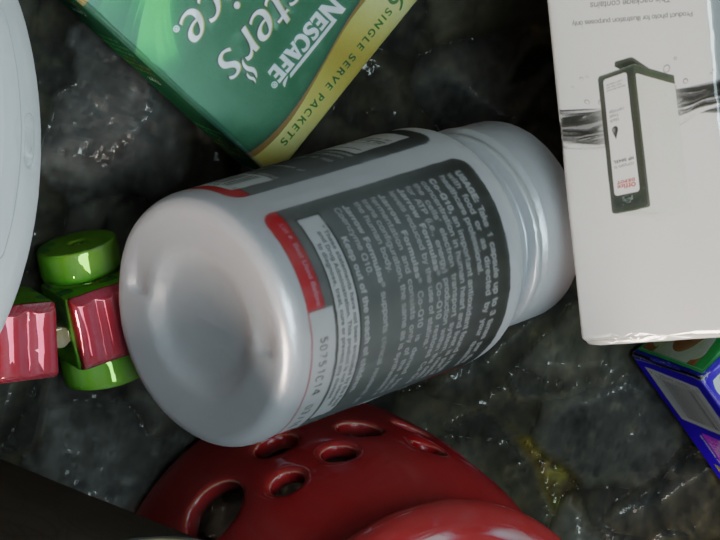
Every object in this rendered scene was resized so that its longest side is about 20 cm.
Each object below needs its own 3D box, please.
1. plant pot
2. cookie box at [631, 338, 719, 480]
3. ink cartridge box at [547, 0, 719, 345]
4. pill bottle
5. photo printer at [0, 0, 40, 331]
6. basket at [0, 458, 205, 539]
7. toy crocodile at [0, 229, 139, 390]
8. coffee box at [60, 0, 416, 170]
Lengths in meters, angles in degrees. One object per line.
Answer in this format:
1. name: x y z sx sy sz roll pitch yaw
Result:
1. plant pot: 0.008 0.173 1.374 0.200 0.182 0.201 -7 104 -28
2. cookie box: 0.266 0.041 1.532 0.200 0.075 0.171 -43 115 -13
3. ink cartridge box: 0.154 -0.076 1.395 0.146 0.084 0.200 -23 107 -63
4. pill bottle: 0.000 0.000 1.344 0.200 0.114 0.114 -18 110 -43
5. photo printer: -0.226 -0.056 1.240 0.200 0.069 0.167 9 76 -34
6. basket: -0.145 0.155 1.279 0.180 0.200 0.136 -21 110 -20
7. toy crocodile: -0.149 0.027 1.328 0.200 0.062 0.068 -13 107 -24
8. coffee box: -0.074 -0.149 1.336 0.200 0.044 0.123 44 80 -27
